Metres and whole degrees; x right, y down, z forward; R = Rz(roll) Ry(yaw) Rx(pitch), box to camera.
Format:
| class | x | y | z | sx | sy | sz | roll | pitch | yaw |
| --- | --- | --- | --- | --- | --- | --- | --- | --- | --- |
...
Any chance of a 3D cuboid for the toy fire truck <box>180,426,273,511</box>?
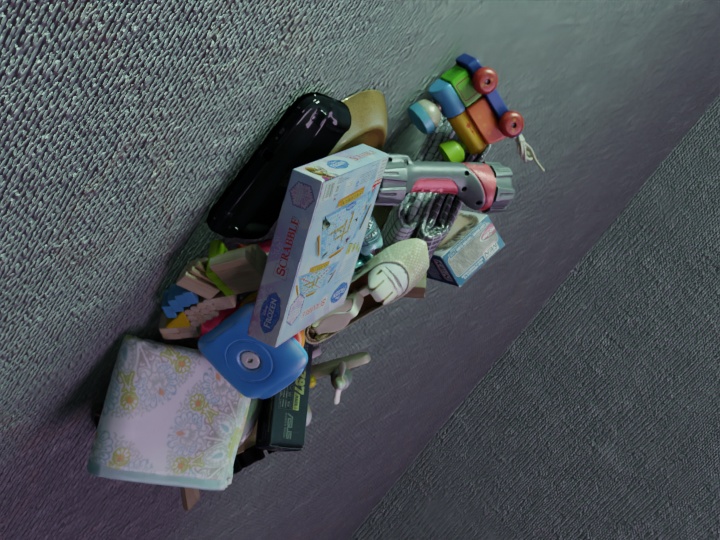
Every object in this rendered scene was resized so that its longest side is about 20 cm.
| class | x | y | z | sx | sy | sz | roll | pitch | yaw |
| --- | --- | --- | --- | --- | --- | --- | --- | --- | --- |
| toy fire truck | -0.222 | 0.293 | 2.014 | 0.175 | 0.130 | 0.199 | -23 | 178 | -44 |

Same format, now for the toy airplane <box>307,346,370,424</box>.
| class | x | y | z | sx | sy | sz | roll | pitch | yaw |
| --- | --- | --- | --- | --- | --- | --- | --- | --- | --- |
| toy airplane | -0.109 | 0.172 | 1.898 | 0.198 | 0.142 | 0.200 | -9 | 167 | -39 |

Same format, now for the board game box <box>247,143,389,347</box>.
| class | x | y | z | sx | sy | sz | roll | pitch | yaw |
| --- | --- | --- | --- | --- | --- | --- | --- | --- | --- |
| board game box | -0.046 | -0.033 | 1.439 | 0.200 | 0.041 | 0.201 | -29 | 140 | -64 |

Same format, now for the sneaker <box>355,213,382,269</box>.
| class | x | y | z | sx | sy | sz | roll | pitch | yaw |
| --- | --- | --- | --- | --- | --- | --- | --- | --- | --- |
| sneaker | -0.030 | -0.033 | 1.627 | 0.077 | 0.087 | 0.200 | -36 | -178 | -20 |

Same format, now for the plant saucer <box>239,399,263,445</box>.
| class | x | y | z | sx | sy | sz | roll | pitch | yaw |
| --- | --- | --- | --- | --- | --- | --- | --- | --- | --- |
| plant saucer | -0.189 | 0.198 | 1.715 | 0.199 | 0.050 | 0.201 | -34 | -148 | 24 |

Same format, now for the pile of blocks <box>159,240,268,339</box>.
| class | x | y | z | sx | sy | sz | roll | pitch | yaw |
| --- | --- | --- | --- | --- | --- | --- | --- | --- | --- |
| pile of blocks | -0.181 | 0.010 | 1.462 | 0.200 | 0.082 | 0.063 | -34 | -141 | 39 |

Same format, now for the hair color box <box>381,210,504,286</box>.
| class | x | y | z | sx | sy | sz | roll | pitch | yaw |
| --- | --- | --- | --- | --- | --- | --- | --- | --- | --- |
| hair color box | 0.113 | -0.042 | 1.872 | 0.100 | 0.061 | 0.200 | -42 | -154 | -18 |

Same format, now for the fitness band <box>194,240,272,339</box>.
| class | x | y | z | sx | sy | sz | roll | pitch | yaw |
| --- | --- | --- | --- | --- | --- | --- | --- | --- | --- |
| fitness band | -0.153 | 0.024 | 1.623 | 0.144 | 0.037 | 0.200 | -50 | 163 | 26 |

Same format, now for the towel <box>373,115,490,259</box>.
| class | x | y | z | sx | sy | sz | roll | pitch | yaw |
| --- | --- | --- | --- | --- | --- | --- | --- | --- | --- |
| towel | 0.096 | -0.095 | 1.727 | 0.166 | 0.085 | 0.201 | 113 | 2 | -65 |

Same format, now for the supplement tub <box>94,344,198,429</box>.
| class | x | y | z | sx | sy | sz | roll | pitch | yaw |
| --- | --- | --- | --- | --- | --- | --- | --- | --- | --- |
| supplement tub | -0.238 | 0.168 | 1.628 | 0.200 | 0.107 | 0.107 | -38 | 163 | -24 |

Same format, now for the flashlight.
| class | x | y | z | sx | sy | sz | roll | pitch | yaw |
| --- | --- | --- | --- | --- | --- | --- | --- | --- | --- |
| flashlight | 0.099 | -0.106 | 1.595 | 0.198 | 0.068 | 0.068 | -3 | 146 | -29 |

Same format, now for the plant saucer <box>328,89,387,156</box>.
| class | x | y | z | sx | sy | sz | roll | pitch | yaw |
| --- | --- | --- | --- | --- | --- | --- | --- | --- | --- |
| plant saucer | -0.031 | -0.132 | 1.531 | 0.200 | 0.035 | 0.200 | -41 | 164 | -14 |

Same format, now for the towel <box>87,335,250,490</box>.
| class | x | y | z | sx | sy | sz | roll | pitch | yaw |
| --- | --- | --- | --- | --- | --- | --- | --- | --- | --- |
| towel | -0.227 | 0.179 | 1.545 | 0.199 | 0.048 | 0.173 | 15 | 89 | -39 |

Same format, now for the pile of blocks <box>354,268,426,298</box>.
| class | x | y | z | sx | sy | sz | roll | pitch | yaw |
| --- | --- | --- | --- | --- | --- | --- | --- | --- | --- |
| pile of blocks | 0.000 | 0.000 | 1.669 | 0.082 | 0.198 | 0.063 | 33 | 57 | -61 |

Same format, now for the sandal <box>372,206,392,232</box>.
| class | x | y | z | sx | sy | sz | roll | pitch | yaw |
| --- | --- | --- | --- | --- | --- | --- | --- | --- | --- |
| sandal | 0.009 | -0.063 | 1.738 | 0.069 | 0.078 | 0.213 | -17 | 142 | -58 |

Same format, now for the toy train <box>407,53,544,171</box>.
| class | x | y | z | sx | sy | sz | roll | pitch | yaw |
| --- | --- | --- | --- | --- | --- | --- | --- | --- | --- |
| toy train | 0.154 | -0.172 | 1.646 | 0.115 | 0.201 | 0.085 | -37 | -154 | -3 |

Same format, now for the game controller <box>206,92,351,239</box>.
| class | x | y | z | sx | sy | sz | roll | pitch | yaw |
| --- | --- | --- | --- | --- | --- | --- | --- | --- | --- |
| game controller | -0.089 | -0.113 | 1.411 | 0.200 | 0.042 | 0.104 | -50 | 162 | 17 |

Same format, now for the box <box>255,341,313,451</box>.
| class | x | y | z | sx | sy | sz | roll | pitch | yaw |
| --- | --- | --- | --- | --- | --- | --- | --- | --- | --- |
| box | -0.101 | 0.142 | 1.697 | 0.158 | 0.051 | 0.202 | 139 | -43 | -75 |

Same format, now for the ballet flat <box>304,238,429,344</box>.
| class | x | y | z | sx | sy | sz | roll | pitch | yaw |
| --- | --- | --- | --- | --- | --- | --- | --- | --- | --- |
| ballet flat | 0.008 | 0.034 | 1.584 | 0.199 | 0.068 | 0.062 | -34 | -159 | 15 |

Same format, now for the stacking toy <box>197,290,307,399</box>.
| class | x | y | z | sx | sy | sz | roll | pitch | yaw |
| --- | --- | --- | --- | --- | --- | --- | --- | --- | --- |
| stacking toy | -0.106 | 0.055 | 1.555 | 0.116 | 0.110 | 0.200 | -35 | -163 | 31 |
